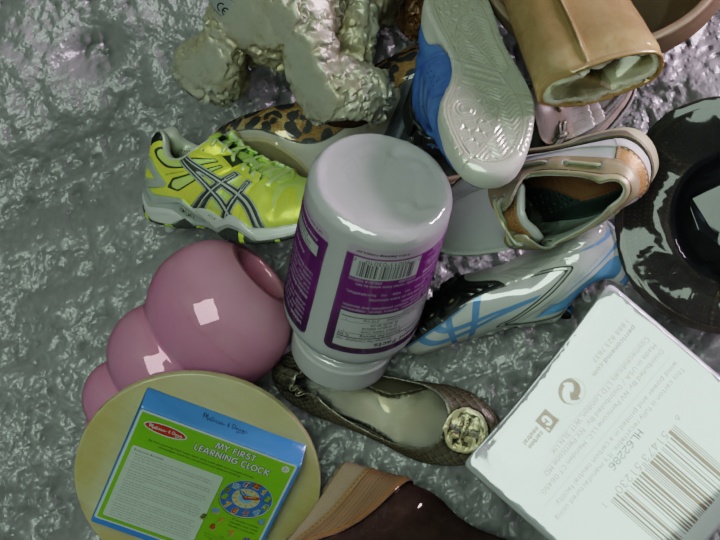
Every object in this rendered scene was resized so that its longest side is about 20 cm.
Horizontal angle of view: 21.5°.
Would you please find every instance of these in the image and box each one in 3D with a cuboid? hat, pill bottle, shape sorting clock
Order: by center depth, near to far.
[{"bbox_3d":[0.301,-0.042,1.460,0.199,0.081,0.202,2,94,25],"label":"hat"},{"bbox_3d":[0.000,0.000,1.463,0.111,0.201,0.113,7,48,-7],"label":"pill bottle"},{"bbox_3d":[-0.131,0.167,1.527,0.198,0.039,0.201,1,121,2],"label":"shape sorting clock"}]

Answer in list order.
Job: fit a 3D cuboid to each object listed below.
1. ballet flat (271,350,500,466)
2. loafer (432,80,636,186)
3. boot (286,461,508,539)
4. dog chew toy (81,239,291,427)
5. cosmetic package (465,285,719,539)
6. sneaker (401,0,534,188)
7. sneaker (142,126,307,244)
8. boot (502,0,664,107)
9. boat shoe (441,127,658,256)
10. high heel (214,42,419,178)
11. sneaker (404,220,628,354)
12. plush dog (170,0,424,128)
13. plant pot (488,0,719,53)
[{"bbox_3d":[0.018,0.109,1.535,0.199,0.046,0.068,19,89,16],"label":"ballet flat"},{"bbox_3d":[0.132,-0.113,1.526,0.199,0.063,0.072,-30,76,9],"label":"loafer"},{"bbox_3d":[0.014,0.257,1.480,0.166,0.073,0.201,27,66,15],"label":"boot"},{"bbox_3d":[-0.150,0.069,1.550,0.200,0.124,0.125,-44,75,13],"label":"dog chew toy"},{"bbox_3d":[0.194,0.129,1.399,0.166,0.200,0.168,40,92,8],"label":"cosmetic package"},{"bbox_3d":[0.081,-0.113,1.445,0.076,0.112,0.201,-5,49,-10],"label":"sneaker"},{"bbox_3d":[-0.101,-0.071,1.545,0.199,0.075,0.077,7,112,30],"label":"sneaker"},{"bbox_3d":[0.110,-0.207,1.411,0.174,0.066,0.201,-19,61,0],"label":"boot"},{"bbox_3d":[0.130,-0.054,1.460,0.199,0.068,0.075,-23,105,32],"label":"boat shoe"},{"bbox_3d":[-0.019,-0.140,1.586,0.199,0.072,0.143,8,56,32],"label":"high heel"},{"bbox_3d":[0.122,0.024,1.512,0.199,0.072,0.073,-27,109,17],"label":"sneaker"},{"bbox_3d":[-0.039,-0.213,1.530,0.199,0.172,0.162,11,113,27],"label":"plush dog"},{"bbox_3d":[0.198,-0.232,1.494,0.199,0.093,0.202,-6,61,11],"label":"plant pot"}]
